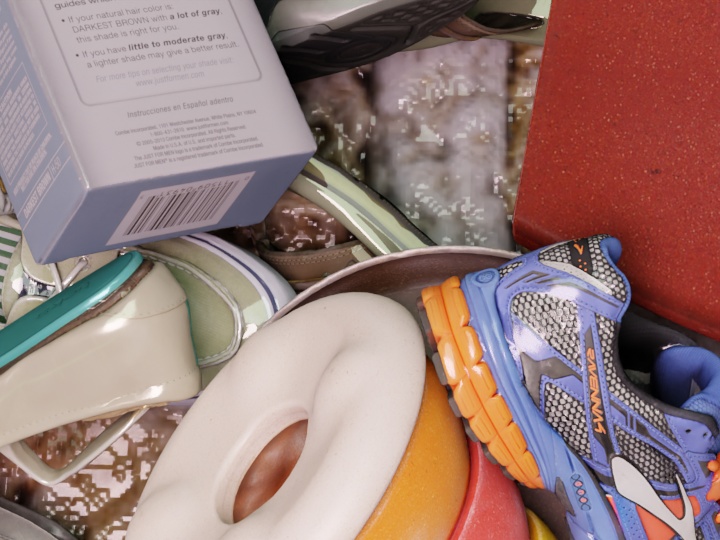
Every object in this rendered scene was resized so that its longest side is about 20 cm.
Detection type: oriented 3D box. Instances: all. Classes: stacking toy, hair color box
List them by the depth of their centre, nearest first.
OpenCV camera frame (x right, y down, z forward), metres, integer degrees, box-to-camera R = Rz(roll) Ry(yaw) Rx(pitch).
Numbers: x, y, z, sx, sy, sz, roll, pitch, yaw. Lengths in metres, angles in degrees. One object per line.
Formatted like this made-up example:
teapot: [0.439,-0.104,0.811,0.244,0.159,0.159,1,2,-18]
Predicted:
stacking toy: [0.027,0.115,0.933,0.200,0.146,0.146,38,71,-25]
hair color box: [-0.105,-0.109,0.979,0.099,0.061,0.200,-11,68,-32]

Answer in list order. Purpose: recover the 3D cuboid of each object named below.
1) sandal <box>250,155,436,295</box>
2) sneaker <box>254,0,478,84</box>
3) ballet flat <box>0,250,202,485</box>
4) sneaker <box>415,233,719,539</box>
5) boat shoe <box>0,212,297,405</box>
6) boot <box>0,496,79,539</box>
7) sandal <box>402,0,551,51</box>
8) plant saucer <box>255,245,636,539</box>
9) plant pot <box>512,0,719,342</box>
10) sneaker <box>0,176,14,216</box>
sandal: [0.000,0.000,1.035,0.201,0.080,0.057,36,92,14]
sneaker: [-0.048,-0.130,1.052,0.199,0.076,0.115,-11,82,30]
ballet flat: [-0.146,0.061,0.979,0.200,0.069,0.070,-25,68,18]
sneaker: [0.103,0.067,0.902,0.078,0.200,0.075,-32,32,16]
boat shoe: [-0.120,0.010,1.024,0.199,0.062,0.072,11,94,23]
boot: [-0.139,0.154,0.995,0.200,0.068,0.131,28,67,11]
sandal: [0.054,-0.128,1.077,0.200,0.057,0.080,5,93,13]
plant saucer: [0.036,0.085,0.985,0.199,0.032,0.201,1,104,3]
plant pot: [0.163,-0.062,0.973,0.176,0.200,0.201,11,93,15]
sneaker: [-0.182,-0.069,1.046,0.087,0.076,0.200,-21,30,4]
